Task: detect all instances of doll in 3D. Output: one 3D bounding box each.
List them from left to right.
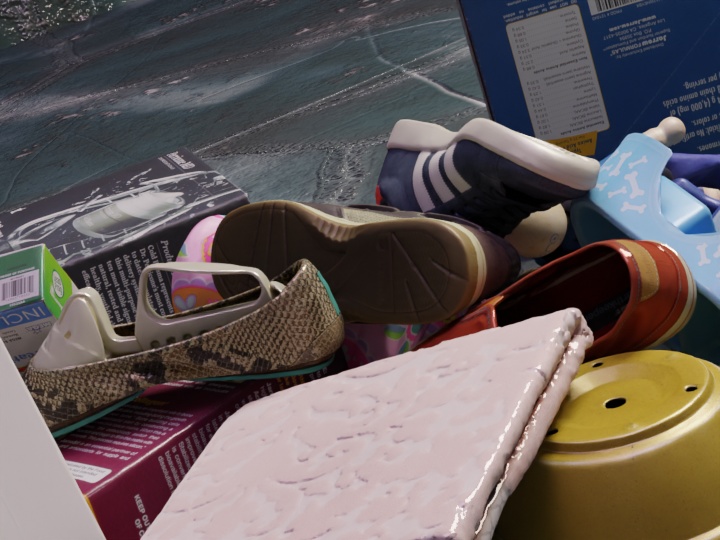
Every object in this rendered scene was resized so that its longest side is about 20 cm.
[{"bbox_3d":[0.163,-0.043,1.143,0.199,0.049,0.137,-11,-30,-37],"label":"doll"}]

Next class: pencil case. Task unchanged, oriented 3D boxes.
[{"bbox_3d":[-0.019,0.027,1.111,0.199,0.088,0.087,17,35,34],"label":"pencil case"}]

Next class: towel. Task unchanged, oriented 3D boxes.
[{"bbox_3d":[-0.005,0.094,0.849,0.199,0.032,0.191,-17,22,30],"label":"towel"}]

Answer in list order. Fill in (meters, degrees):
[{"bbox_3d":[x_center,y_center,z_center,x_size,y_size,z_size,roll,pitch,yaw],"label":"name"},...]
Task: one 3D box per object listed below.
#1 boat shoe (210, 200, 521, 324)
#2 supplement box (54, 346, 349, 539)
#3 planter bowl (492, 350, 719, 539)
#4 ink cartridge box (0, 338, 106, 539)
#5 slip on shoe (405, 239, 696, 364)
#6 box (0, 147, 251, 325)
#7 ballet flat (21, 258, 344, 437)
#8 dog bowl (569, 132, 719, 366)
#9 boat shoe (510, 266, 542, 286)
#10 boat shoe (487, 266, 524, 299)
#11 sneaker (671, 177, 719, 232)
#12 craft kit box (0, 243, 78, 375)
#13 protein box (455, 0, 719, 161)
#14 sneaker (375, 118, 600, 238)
[{"bbox_3d":[0.000,-0.001,1.028,0.200,0.072,0.066,2,0,44],"label":"boat shoe"},{"bbox_3d":[-0.103,0.109,1.023,0.110,0.086,0.200,3,27,46],"label":"supplement box"},{"bbox_3d":[0.126,0.092,0.863,0.199,0.084,0.201,-16,18,5],"label":"planter bowl"},{"bbox_3d":[-0.221,0.121,0.925,0.087,0.146,0.200,-31,5,-35],"label":"ink cartridge box"},{"bbox_3d":[0.072,0.042,0.936,0.199,0.074,0.061,-31,-27,23],"label":"slip on shoe"},{"bbox_3d":[-0.173,0.016,1.303,0.196,0.125,0.200,-20,18,-13],"label":"box"},{"bbox_3d":[-0.109,0.034,0.986,0.199,0.076,0.068,-15,20,8],"label":"ballet flat"},{"bbox_3d":[0.181,0.007,0.981,0.049,0.112,0.200,-35,41,-10],"label":"dog bowl"},{"bbox_3d":[0.115,0.037,1.050,0.068,0.072,0.200,-12,19,19],"label":"boat shoe"},{"bbox_3d":[0.011,0.015,1.180,0.199,0.091,0.071,-11,19,20],"label":"boat shoe"},{"bbox_3d":[0.235,-0.008,1.045,0.075,0.089,0.199,-30,23,-38],"label":"sneaker"},{"bbox_3d":[-0.234,0.076,1.093,0.199,0.198,0.049,-14,52,9],"label":"craft kit box"},{"bbox_3d":[0.182,-0.148,1.315,0.197,0.201,0.135,-16,18,5],"label":"protein box"},{"bbox_3d":[0.064,-0.034,1.039,0.075,0.085,0.200,20,-4,-20],"label":"sneaker"}]
